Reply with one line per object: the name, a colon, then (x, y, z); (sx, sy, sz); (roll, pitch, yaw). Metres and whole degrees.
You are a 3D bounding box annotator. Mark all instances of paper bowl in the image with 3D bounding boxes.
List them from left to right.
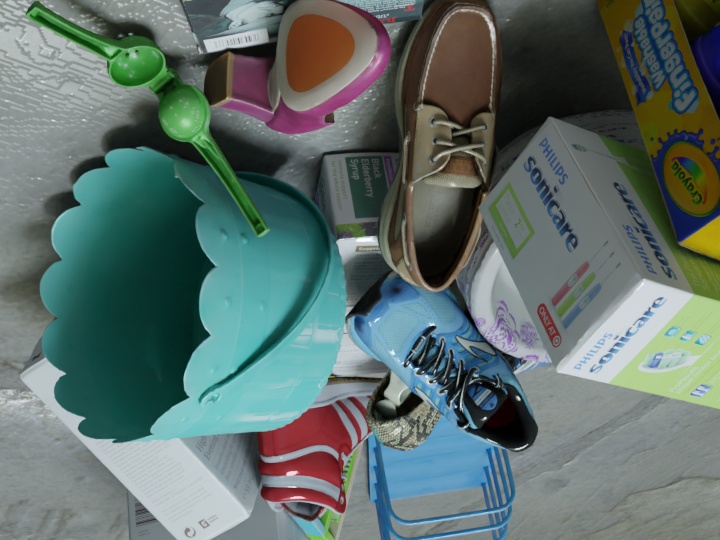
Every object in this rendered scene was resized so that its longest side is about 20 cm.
paper bowl: (0.161, -0.033, 0.955); (0.200, 0.105, 0.201); (-12, 137, -11)

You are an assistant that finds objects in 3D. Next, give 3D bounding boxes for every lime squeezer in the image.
lime squeezer: (-0.121, -0.106, 0.800); (0.038, 0.071, 0.200); (-42, 117, 5)

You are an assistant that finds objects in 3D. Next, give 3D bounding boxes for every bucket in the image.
bucket: (-0.115, 0.021, 0.897); (0.134, 0.208, 0.207); (8, 144, -44)

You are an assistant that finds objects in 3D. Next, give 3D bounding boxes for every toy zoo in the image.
toy zoo: (-0.041, 0.169, 1.208); (0.020, 0.132, 0.200); (6, 152, 18)

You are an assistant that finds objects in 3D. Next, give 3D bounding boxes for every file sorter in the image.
file sorter: (0.085, 0.239, 1.356); (0.138, 0.123, 0.200); (-8, 147, -4)

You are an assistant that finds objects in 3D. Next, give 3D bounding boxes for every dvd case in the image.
dvd case: (-0.032, -0.170, 0.715); (0.145, 0.022, 0.200); (-10, 171, -1)

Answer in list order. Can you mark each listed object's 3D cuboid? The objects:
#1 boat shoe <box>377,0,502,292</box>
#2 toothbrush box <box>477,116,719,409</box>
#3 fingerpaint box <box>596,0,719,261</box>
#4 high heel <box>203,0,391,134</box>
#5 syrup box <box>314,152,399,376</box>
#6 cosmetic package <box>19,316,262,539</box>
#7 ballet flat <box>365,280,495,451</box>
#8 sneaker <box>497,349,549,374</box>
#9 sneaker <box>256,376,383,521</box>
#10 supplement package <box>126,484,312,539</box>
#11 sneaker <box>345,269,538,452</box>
boat shoe: (0.060, -0.078, 0.845); (0.075, 0.072, 0.201); (-1, 115, -14)
toothbrush box: (0.194, 0.002, 0.819); (0.199, 0.146, 0.086); (15, 128, -34)
fingerpaint box: (0.242, -0.129, 0.762); (0.073, 0.201, 0.167); (18, 139, -35)
high heel: (-0.013, -0.114, 0.775); (0.096, 0.068, 0.200); (6, 171, -31)
syrup box: (0.000, 0.000, 1.004); (0.081, 0.079, 0.200); (-3, 147, -11)
cosmetic package: (-0.166, 0.112, 1.025); (0.074, 0.102, 0.200); (-31, 112, 20)
ballet flat: (0.070, 0.052, 1.029); (0.200, 0.068, 0.075); (-55, 149, -8)
sneaker: (0.177, 0.033, 1.129); (0.200, 0.076, 0.077); (-30, 165, 28)
sneaker: (-0.021, 0.146, 1.077); (0.071, 0.113, 0.200); (-6, 175, 35)
supplement package: (-0.125, 0.253, 1.253); (0.146, 0.192, 0.200); (-13, 147, 7)
sneaker: (0.071, 0.069, 0.944); (0.078, 0.090, 0.200); (-49, 128, 4)
